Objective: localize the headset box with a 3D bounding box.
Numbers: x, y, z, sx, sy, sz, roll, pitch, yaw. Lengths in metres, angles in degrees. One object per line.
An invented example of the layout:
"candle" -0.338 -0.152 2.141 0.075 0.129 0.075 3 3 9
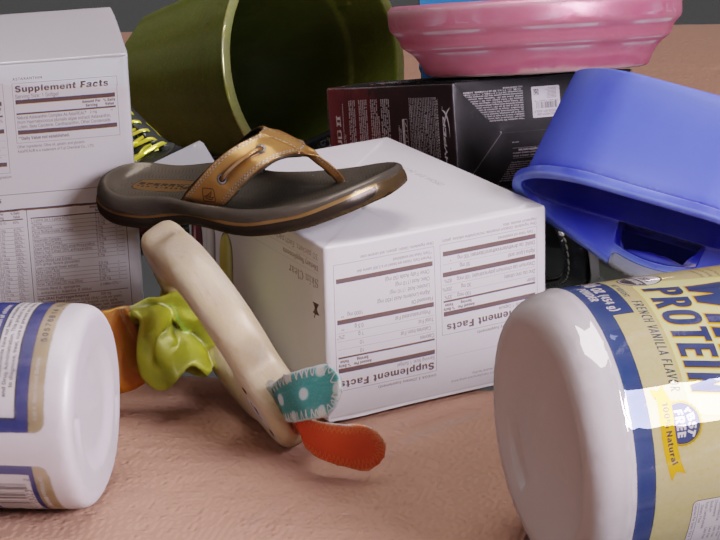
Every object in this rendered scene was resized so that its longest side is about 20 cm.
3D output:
"headset box" 0.078 -0.100 1.577 0.148 0.078 0.200 -7 5 -29

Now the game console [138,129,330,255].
"game console" -0.048 -0.026 1.646 0.172 0.119 0.200 -28 0 35

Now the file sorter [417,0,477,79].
"file sorter" 0.112 -0.155 1.738 0.138 0.201 0.123 -3 14 -2

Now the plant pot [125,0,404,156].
"plant pot" -0.099 -0.166 1.859 0.199 0.201 0.189 -19 12 -43

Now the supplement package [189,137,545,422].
"supplement package" 0.000 0.000 1.405 0.155 0.112 0.200 -11 20 -26

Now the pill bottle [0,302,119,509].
"pill bottle" -0.239 0.072 1.213 0.198 0.112 0.111 1 18 8

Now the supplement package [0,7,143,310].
"supplement package" -0.223 -0.055 1.456 0.150 0.201 0.152 -5 19 -9

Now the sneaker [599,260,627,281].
"sneaker" 0.192 -0.048 1.572 0.074 0.085 0.200 -6 19 -13

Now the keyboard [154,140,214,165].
"keyboard" -0.195 -0.038 1.591 0.199 0.011 0.056 -26 30 -7

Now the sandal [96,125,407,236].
"sandal" -0.070 -0.059 1.331 0.199 0.055 0.082 4 23 28

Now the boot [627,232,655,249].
"boot" 0.254 -0.011 1.438 0.155 0.201 0.077 -35 -5 6

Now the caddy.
"caddy" 0.191 -0.040 1.351 0.199 0.106 0.141 17 -13 22

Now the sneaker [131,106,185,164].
"sneaker" -0.182 -0.085 1.696 0.074 0.085 0.200 -28 18 -26

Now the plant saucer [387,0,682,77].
"plant saucer" 0.118 -0.159 1.511 0.199 0.051 0.201 -3 5 0

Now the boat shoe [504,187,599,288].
"boat shoe" 0.112 -0.021 1.530 0.060 0.076 0.200 -9 6 -11

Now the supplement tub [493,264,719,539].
"supplement tub" 0.180 0.070 1.114 0.199 0.145 0.144 -8 19 -16

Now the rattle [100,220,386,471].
"rattle" -0.097 0.073 1.270 0.142 0.131 0.200 -22 51 -22
